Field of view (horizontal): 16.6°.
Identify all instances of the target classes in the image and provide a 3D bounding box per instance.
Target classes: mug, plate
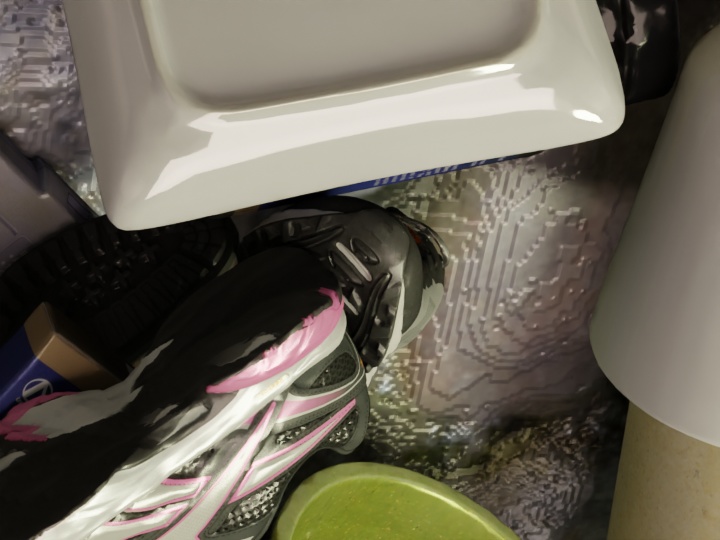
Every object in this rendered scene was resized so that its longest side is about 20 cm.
[{"bbox_3d":[0.168,-0.034,1.002,0.149,0.187,0.153,-11,124,-30],"label":"mug"},{"bbox_3d":[-0.016,-0.129,0.913,0.200,0.200,0.032,-11,166,-10],"label":"plate"}]

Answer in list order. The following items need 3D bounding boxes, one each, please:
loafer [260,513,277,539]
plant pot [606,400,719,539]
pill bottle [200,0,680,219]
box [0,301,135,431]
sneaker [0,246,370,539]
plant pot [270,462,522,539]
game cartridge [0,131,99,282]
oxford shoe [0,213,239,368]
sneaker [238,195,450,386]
[{"bbox_3d":[-0.082,0.150,1.112,0.072,0.063,0.200,-1,138,-42],"label":"loafer"},{"bbox_3d":[0.192,0.103,1.128,0.200,0.200,0.184,-7,112,-13],"label":"plant pot"},{"bbox_3d":[0.019,-0.092,0.981,0.200,0.112,0.112,-11,124,-9],"label":"pill bottle"},{"bbox_3d":[-0.149,0.119,0.983,0.200,0.032,0.121,-44,123,10],"label":"box"},{"bbox_3d":[-0.077,0.084,0.924,0.200,0.080,0.086,-32,124,-4],"label":"sneaker"},{"bbox_3d":[-0.015,0.219,1.079,0.200,0.200,0.190,27,124,-29],"label":"plant pot"},{"bbox_3d":[-0.141,0.037,1.064,0.130,0.038,0.200,-39,125,5],"label":"game cartridge"},{"bbox_3d":[-0.123,0.045,1.024,0.200,0.073,0.084,-39,145,9],"label":"oxford shoe"},{"bbox_3d":[0.000,0.000,1.013,0.079,0.200,0.074,-42,85,-11],"label":"sneaker"}]
